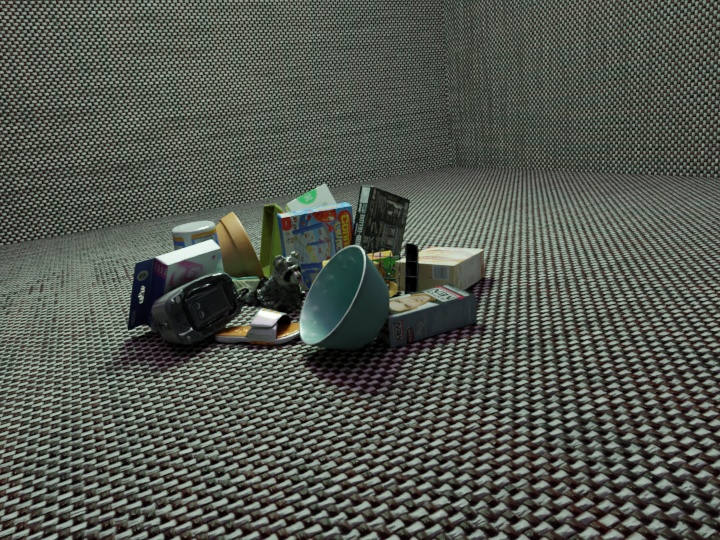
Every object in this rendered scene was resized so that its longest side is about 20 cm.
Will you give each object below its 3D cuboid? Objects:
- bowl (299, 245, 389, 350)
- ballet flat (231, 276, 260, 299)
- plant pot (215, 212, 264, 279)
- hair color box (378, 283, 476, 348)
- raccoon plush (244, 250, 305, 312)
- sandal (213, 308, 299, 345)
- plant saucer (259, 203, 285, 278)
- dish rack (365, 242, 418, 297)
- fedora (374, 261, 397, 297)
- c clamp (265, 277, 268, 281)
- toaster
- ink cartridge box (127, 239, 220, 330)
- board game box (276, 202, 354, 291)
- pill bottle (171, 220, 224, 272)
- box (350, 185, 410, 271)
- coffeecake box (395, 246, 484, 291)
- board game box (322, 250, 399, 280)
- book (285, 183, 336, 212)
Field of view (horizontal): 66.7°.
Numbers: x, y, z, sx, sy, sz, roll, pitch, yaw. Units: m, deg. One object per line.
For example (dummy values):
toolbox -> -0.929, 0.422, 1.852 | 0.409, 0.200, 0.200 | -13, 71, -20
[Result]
bowl -> -0.019, 0.068, 1.029 | 0.104, 0.204, 0.200 | 32, -3, -27
ballet flat -> -0.315, 0.049, 1.393 | 0.066, 0.064, 0.199 | -9, -3, 18
plant pot -> -0.374, -0.040, 1.530 | 0.138, 0.204, 0.199 | -27, 21, -15
hair color box -> 0.123, 0.086, 1.090 | 0.195, 0.062, 0.099 | -14, 17, -21
raccoon plush -> -0.217, 0.023, 1.308 | 0.195, 0.138, 0.097 | 1, 18, 23
sandal -> -0.216, 0.113, 1.132 | 0.200, 0.061, 0.079 | -3, 16, 13
plant saucer -> -0.248, -0.084, 1.571 | 0.047, 0.207, 0.199 | 4, 4, -19
dish rack -> 0.030, 0.018, 1.210 | 0.194, 0.157, 0.055 | 2, -29, 5
fedora -> -0.007, 0.027, 1.306 | 0.194, 0.084, 0.201 | -5, 16, 2
c clamp -> -0.164, 0.005, 1.557 | 0.197, 0.028, 0.168 | -20, 20, -41
toaster -> -0.348, 0.077, 1.173 | 0.127, 0.116, 0.199 | -10, 17, 46
ink cartridge box -> -0.418, 0.043, 1.234 | 0.043, 0.199, 0.198 | 37, 37, 21
board game box -> -0.109, -0.060, 1.439 | 0.191, 0.206, 0.056 | -12, 17, -17
pill bottle -> -0.405, -0.013, 1.386 | 0.109, 0.206, 0.112 | -5, 17, 2
box -> 0.051, -0.109, 1.463 | 0.155, 0.206, 0.049 | 9, 1, -45
coffeecake box -> 0.196, -0.002, 1.323 | 0.150, 0.075, 0.198 | 4, 14, 32
board game box -> 0.000, 0.000, 1.394 | 0.194, 0.097, 0.031 | -7, 53, -8
book -> -0.105, -0.124, 1.536 | 0.132, 0.203, 0.048 | -30, -5, -18
